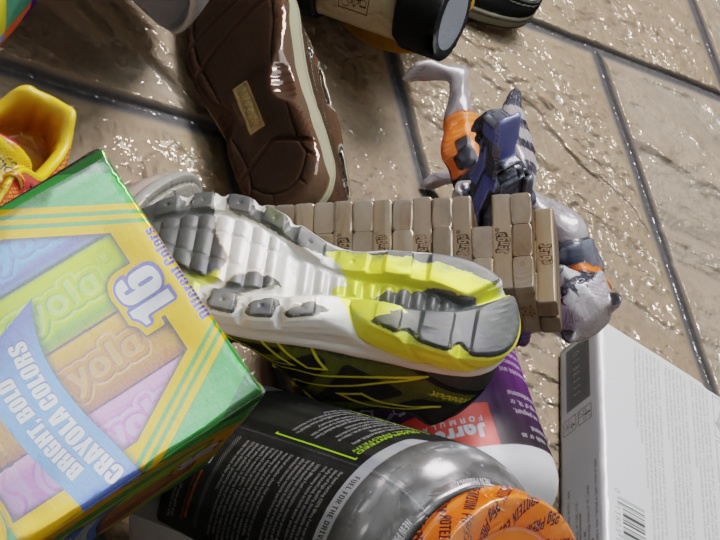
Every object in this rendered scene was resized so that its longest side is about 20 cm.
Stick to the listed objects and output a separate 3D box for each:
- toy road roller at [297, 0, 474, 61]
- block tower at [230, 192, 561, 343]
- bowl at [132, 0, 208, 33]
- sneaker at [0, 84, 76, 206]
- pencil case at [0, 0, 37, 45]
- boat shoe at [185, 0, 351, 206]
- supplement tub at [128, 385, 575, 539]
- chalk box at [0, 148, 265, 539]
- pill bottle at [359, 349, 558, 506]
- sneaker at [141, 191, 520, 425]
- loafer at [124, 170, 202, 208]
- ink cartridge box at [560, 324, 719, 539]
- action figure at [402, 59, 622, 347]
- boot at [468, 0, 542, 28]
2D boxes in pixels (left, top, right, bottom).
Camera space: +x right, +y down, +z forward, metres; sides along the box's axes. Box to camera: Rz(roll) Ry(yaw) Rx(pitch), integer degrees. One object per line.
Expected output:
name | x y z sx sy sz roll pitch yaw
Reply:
toy road roller | 0.035 -0.238 1.295 0.122 0.202 0.146 20 23 19
block tower | 0.000 0.000 1.030 0.054 0.198 0.058 71 17 -61
bowl | -0.136 -0.234 1.110 0.075 0.200 0.200 -43 92 -9
sneaker | -0.195 -0.025 0.956 0.073 0.077 0.201 26 38 -4
pencil case | -0.215 -0.144 1.045 0.088 0.088 0.200 41 36 -10
boat shoe | -0.051 -0.098 1.195 0.075 0.074 0.204 42 28 -50
supplement tub | -0.004 0.126 0.905 0.122 0.199 0.124 -7 102 -38
chalk box | -0.160 0.067 0.819 0.199 0.124 0.124 -33 85 -23
pill bottle | 0.036 0.078 1.078 0.112 0.112 0.201 9 51 -41
sneaker | -0.028 0.028 0.963 0.198 0.085 0.075 16 48 2
loafer | -0.139 0.005 1.006 0.062 0.072 0.200 9 34 16
ink cartridge box | 0.199 0.150 1.242 0.173 0.044 0.201 31 40 -24
action figure | 0.092 -0.042 1.177 0.104 0.201 0.194 -16 53 -19
boot | 0.079 -0.266 1.391 0.203 0.154 0.074 33 39 -20
